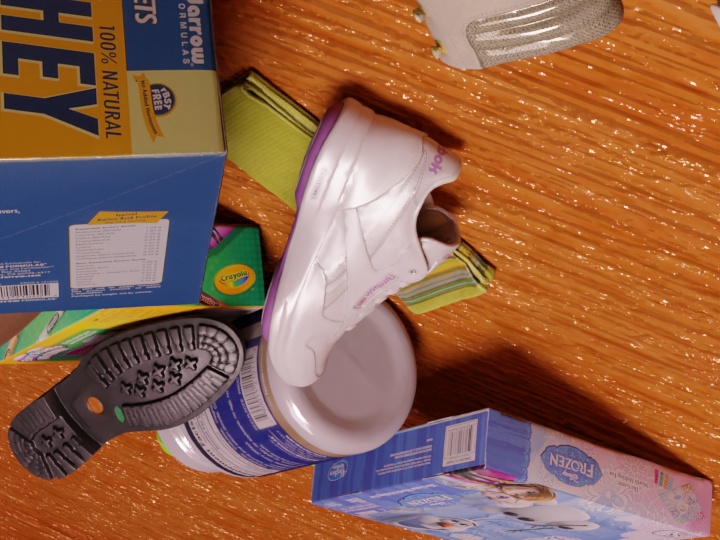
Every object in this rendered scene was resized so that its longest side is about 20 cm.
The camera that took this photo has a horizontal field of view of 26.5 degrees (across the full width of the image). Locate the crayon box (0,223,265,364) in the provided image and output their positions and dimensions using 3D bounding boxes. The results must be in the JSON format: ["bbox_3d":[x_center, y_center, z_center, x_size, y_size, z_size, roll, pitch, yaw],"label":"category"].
[{"bbox_3d":[-0.166,0.019,1.055,0.118,0.059,0.200,1,166,-35],"label":"crayon box"}]

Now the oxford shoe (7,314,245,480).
[{"bbox_3d":[-0.150,0.070,1.036,0.199,0.084,0.073,-24,102,31],"label":"oxford shoe"}]

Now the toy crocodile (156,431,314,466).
[{"bbox_3d":[-0.110,0.114,1.223,0.199,0.062,0.068,10,146,19],"label":"toy crocodile"}]

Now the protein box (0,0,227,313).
[{"bbox_3d":[-0.179,-0.074,0.805,0.197,0.136,0.200,-3,158,-11],"label":"protein box"}]

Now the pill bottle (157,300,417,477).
[{"bbox_3d":[-0.060,0.082,1.068,0.116,0.116,0.200,39,148,-20],"label":"pill bottle"}]

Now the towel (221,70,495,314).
[{"bbox_3d":[-0.013,-0.041,0.939,0.200,0.018,0.086,39,147,-18],"label":"towel"}]

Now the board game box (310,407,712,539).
[{"bbox_3d":[0.101,0.154,1.058,0.198,0.044,0.200,19,157,-30],"label":"board game box"}]

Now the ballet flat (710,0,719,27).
[{"bbox_3d":[0.173,-0.125,0.624,0.071,0.069,0.201,26,151,41],"label":"ballet flat"}]

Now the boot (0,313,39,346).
[{"bbox_3d":[-0.249,-0.042,0.988,0.200,0.070,0.147,-39,73,24],"label":"boot"}]

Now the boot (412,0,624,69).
[{"bbox_3d":[0.011,-0.162,0.684,0.199,0.072,0.155,7,147,31],"label":"boot"}]

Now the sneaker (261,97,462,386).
[{"bbox_3d":[0.000,0.000,0.890,0.099,0.075,0.201,18,129,-1],"label":"sneaker"}]
